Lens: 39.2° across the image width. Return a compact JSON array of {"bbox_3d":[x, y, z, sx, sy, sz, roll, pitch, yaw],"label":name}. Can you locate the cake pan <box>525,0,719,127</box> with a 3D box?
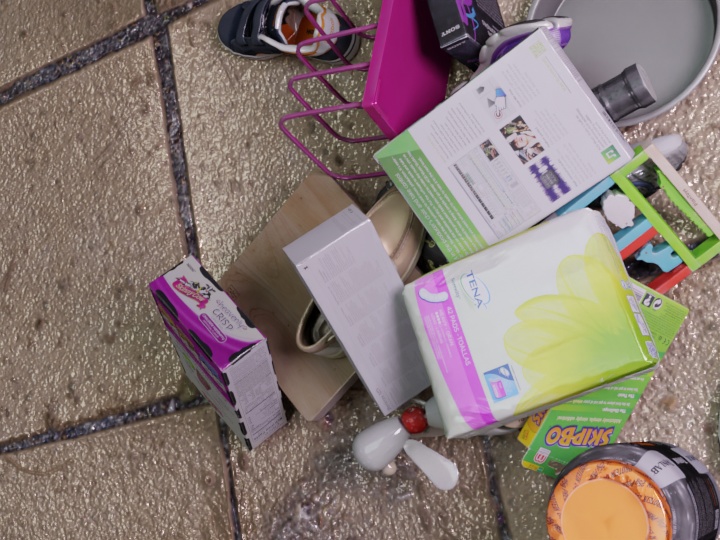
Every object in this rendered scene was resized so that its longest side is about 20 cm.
[{"bbox_3d":[0.263,-0.237,1.015,0.200,0.037,0.201,-4,80,27],"label":"cake pan"}]

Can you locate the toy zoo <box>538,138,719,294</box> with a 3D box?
[{"bbox_3d":[0.233,-0.014,0.961,0.200,0.020,0.131,-40,107,19],"label":"toy zoo"}]

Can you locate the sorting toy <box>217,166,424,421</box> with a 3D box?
[{"bbox_3d":[-0.035,0.027,1.117,0.199,0.070,0.200,-48,64,13],"label":"sorting toy"}]

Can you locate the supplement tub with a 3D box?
[{"bbox_3d":[0.235,0.209,0.869,0.122,0.200,0.123,-5,80,27],"label":"supplement tub"}]

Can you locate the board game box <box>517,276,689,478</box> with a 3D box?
[{"bbox_3d":[0.225,0.105,0.952,0.200,0.095,0.030,-64,31,4],"label":"board game box"}]

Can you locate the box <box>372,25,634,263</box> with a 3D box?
[{"bbox_3d":[0.130,-0.108,0.939,0.200,0.036,0.145,-35,91,24],"label":"box"}]

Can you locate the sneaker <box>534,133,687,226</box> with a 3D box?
[{"bbox_3d":[0.220,-0.101,1.000,0.199,0.074,0.087,-18,69,24],"label":"sneaker"}]

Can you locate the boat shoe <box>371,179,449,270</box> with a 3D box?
[{"bbox_3d":[0.089,-0.030,1.061,0.201,0.072,0.061,46,107,33],"label":"boat shoe"}]

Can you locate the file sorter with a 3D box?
[{"bbox_3d":[0.007,-0.213,1.063,0.125,0.139,0.201,-3,64,30],"label":"file sorter"}]

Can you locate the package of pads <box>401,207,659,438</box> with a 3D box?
[{"bbox_3d":[0.148,0.047,0.909,0.199,0.068,0.155,-23,72,20],"label":"package of pads"}]

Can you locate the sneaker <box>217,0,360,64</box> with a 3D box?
[{"bbox_3d":[-0.102,-0.292,1.198,0.199,0.079,0.079,12,89,31],"label":"sneaker"}]

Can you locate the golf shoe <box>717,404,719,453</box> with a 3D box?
[{"bbox_3d":[0.362,0.088,0.881,0.078,0.094,0.201,23,95,28],"label":"golf shoe"}]

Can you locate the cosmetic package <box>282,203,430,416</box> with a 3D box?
[{"bbox_3d":[0.008,0.041,0.982,0.082,0.200,0.051,-33,31,-8],"label":"cosmetic package"}]

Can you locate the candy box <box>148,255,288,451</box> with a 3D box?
[{"bbox_3d":[-0.150,0.094,1.096,0.061,0.200,0.136,-35,62,-19],"label":"candy box"}]

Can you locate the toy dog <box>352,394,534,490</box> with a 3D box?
[{"bbox_3d":[0.101,0.159,1.013,0.200,0.132,0.096,-20,112,29],"label":"toy dog"}]

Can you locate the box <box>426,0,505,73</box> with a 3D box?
[{"bbox_3d":[0.100,-0.302,1.052,0.036,0.143,0.201,-23,72,26],"label":"box"}]

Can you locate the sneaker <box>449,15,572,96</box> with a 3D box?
[{"bbox_3d":[0.157,-0.180,1.006,0.084,0.080,0.200,69,155,17],"label":"sneaker"}]

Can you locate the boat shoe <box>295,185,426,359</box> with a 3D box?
[{"bbox_3d":[0.000,0.000,1.025,0.072,0.065,0.200,36,99,28],"label":"boat shoe"}]

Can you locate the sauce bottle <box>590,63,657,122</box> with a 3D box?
[{"bbox_3d":[0.183,-0.130,0.965,0.200,0.065,0.065,-29,70,27],"label":"sauce bottle"}]
